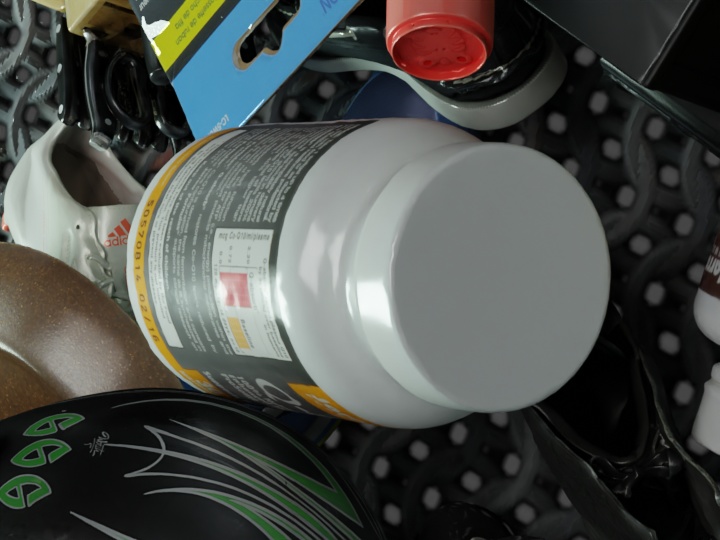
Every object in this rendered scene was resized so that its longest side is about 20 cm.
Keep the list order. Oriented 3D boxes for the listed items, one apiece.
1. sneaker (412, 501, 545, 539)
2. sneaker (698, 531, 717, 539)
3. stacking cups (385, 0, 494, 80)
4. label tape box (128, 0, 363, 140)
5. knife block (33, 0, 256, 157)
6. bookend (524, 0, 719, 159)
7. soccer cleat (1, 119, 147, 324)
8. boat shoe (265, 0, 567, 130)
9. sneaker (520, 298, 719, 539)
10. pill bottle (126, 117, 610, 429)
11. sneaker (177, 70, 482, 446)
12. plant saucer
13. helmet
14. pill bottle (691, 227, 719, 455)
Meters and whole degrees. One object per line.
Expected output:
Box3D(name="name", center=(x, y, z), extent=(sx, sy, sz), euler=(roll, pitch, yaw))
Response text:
Box3D(name="sneaker", center=(0.074, 0.135, 0.970), extent=(0.200, 0.074, 0.089), euler=(-115, 43, -59))
Box3D(name="sneaker", center=(0.140, 0.198, 0.971), extent=(0.082, 0.072, 0.201), euler=(17, 89, 3))
Box3D(name="stacking cups", center=(0.031, -0.169, 0.963), extent=(0.060, 0.060, 0.201), euler=(-20, 51, 32))
Box3D(name="label tape box", center=(-0.050, -0.168, 1.046), extent=(0.144, 0.063, 0.201), euler=(-42, 69, 45))
Box3D(name="knife block", center=(-0.087, -0.152, 1.144), extent=(0.175, 0.064, 0.201), euler=(24, 97, 55))
Box3D(name="bookend", center=(0.127, -0.154, 0.935), extent=(0.092, 0.200, 0.199), euler=(41, 106, 33))
Box3D(name="soccer cleat", center=(-0.114, 0.012, 1.165), extent=(0.078, 0.069, 0.200), euler=(-56, 51, 37))
Box3D(name="boat shoe", center=(0.013, -0.120, 1.068), extent=(0.076, 0.060, 0.200), euler=(-46, 37, -17))
Box3D(name="sneaker", center=(0.088, 0.044, 0.974), extent=(0.060, 0.104, 0.200), euler=(-25, 56, -2))
Box3D(name="pill bottle", center=(0.000, 0.000, 0.947), extent=(0.200, 0.116, 0.117), euler=(4, 85, 60))
Box3D(name="sneaker", center=(-0.015, -0.008, 1.090), extent=(0.074, 0.082, 0.201), euler=(32, 99, 36))
Box3D(name="plant saucer", center=(-0.140, 0.084, 1.129), extent=(0.200, 0.037, 0.201), euler=(27, 134, 33))
Box3D(name="helmet", center=(-0.074, 0.145, 0.984), extent=(0.190, 0.200, 0.201), euler=(3, 85, 14))
Box3D(name="pill bottle", center=(0.192, -0.019, 0.922), extent=(0.109, 0.109, 0.201), euler=(23, 96, 36))
